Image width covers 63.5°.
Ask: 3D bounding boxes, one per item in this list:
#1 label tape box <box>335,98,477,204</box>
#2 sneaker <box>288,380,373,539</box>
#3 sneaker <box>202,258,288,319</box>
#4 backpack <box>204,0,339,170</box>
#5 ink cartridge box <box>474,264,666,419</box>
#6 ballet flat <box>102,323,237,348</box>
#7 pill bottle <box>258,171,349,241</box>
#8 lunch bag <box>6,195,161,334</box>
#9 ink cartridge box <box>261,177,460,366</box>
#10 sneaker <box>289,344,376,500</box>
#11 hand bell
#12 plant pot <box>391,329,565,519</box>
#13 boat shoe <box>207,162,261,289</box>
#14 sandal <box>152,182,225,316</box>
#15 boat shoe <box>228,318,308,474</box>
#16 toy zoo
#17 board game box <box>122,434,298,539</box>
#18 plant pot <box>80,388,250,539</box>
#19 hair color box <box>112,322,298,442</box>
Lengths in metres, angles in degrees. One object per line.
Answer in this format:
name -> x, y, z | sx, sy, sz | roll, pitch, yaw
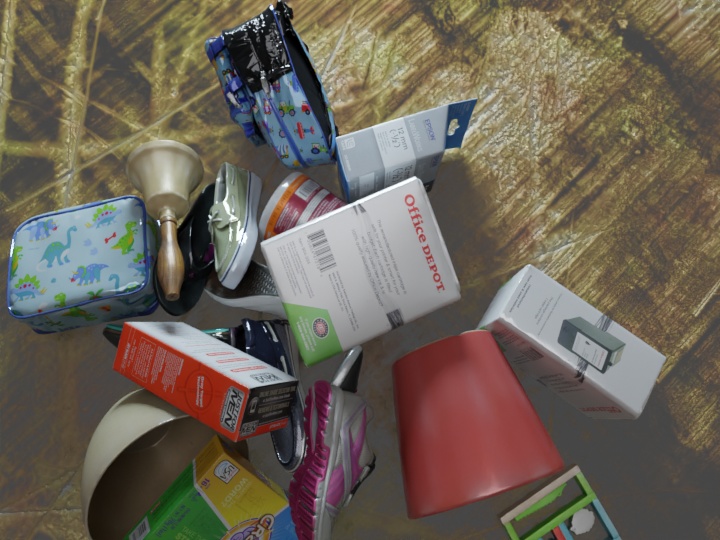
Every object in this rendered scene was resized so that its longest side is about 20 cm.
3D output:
label tape box -> 0.066, -0.151, 0.802 | 0.193, 0.144, 0.068 | -15, 78, -3
sneaker -> -0.027, 0.237, 0.687 | 0.086, 0.081, 0.207 | 10, 93, -29
sneaker -> -0.132, 0.035, 0.805 | 0.194, 0.085, 0.075 | 10, 62, 25
backpack -> -0.108, -0.229, 0.808 | 0.131, 0.183, 0.205 | -24, 91, 3
ink cartridge box -> 0.259, 0.097, 0.751 | 0.197, 0.146, 0.085 | 35, 78, 6
ballet flat -> -0.255, 0.110, 0.789 | 0.192, 0.068, 0.071 | 2, 86, 1
pill bottle -> -0.033, -0.037, 0.796 | 0.197, 0.110, 0.111 | 34, 80, 6
lunch bag -> -0.369, -0.011, 0.795 | 0.193, 0.083, 0.166 | -13, 66, -2
ink cartridge box -> 0.000, 0.000, 0.688 | 0.195, 0.084, 0.150 | -22, 92, -4
sneaker -> -0.013, 0.207, 0.769 | 0.097, 0.071, 0.206 | 22, 85, 3
hand bell -> -0.242, -0.053, 0.730 | 0.101, 0.105, 0.205 | -13, 57, -3
plant pot -> 0.127, 0.185, 0.721 | 0.194, 0.202, 0.182 | -15, 68, -3
boat shoe -> -0.177, -0.064, 0.786 | 0.061, 0.072, 0.204 | 24, 41, -27
sandal -> -0.221, -0.038, 0.790 | 0.075, 0.047, 0.206 | 34, 58, -30
boat shoe -> -0.120, 0.156, 0.742 | 0.074, 0.091, 0.205 | -34, 57, 31
toy zoo -> 0.283, 0.380, 0.756 | 0.129, 0.020, 0.204 | -28, 79, -6
board game box -> -0.156, 0.317, 0.698 | 0.153, 0.040, 0.201 | -47, 122, -10
plant pot -> -0.252, 0.224, 0.717 | 0.201, 0.201, 0.133 | -47, 47, -9
hair color box -> -0.180, 0.121, 0.674 | 0.195, 0.101, 0.063 | 19, 94, 27
